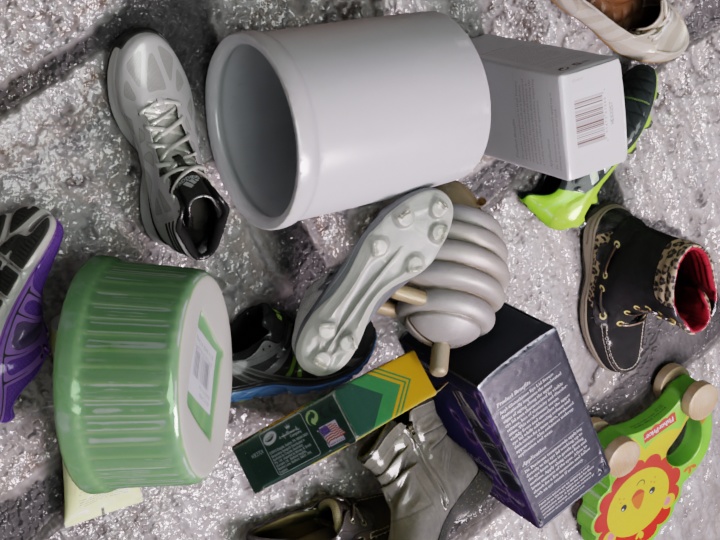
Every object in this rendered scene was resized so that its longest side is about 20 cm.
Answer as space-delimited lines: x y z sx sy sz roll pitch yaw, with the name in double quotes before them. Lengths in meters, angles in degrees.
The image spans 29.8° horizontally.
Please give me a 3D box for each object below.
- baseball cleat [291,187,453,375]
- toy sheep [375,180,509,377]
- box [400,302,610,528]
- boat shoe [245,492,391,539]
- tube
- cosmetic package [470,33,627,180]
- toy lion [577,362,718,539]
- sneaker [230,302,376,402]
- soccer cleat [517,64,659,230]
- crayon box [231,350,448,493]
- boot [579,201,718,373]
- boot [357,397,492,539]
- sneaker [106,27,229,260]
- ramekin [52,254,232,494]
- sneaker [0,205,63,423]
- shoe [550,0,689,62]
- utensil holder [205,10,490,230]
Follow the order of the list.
"baseball cleat" 0.000 0.000 1.221 0.070 0.106 0.200 41 89 -23
"toy sheep" 0.079 0.005 1.306 0.138 0.138 0.201 21 69 -34
"box" 0.149 0.138 1.384 0.104 0.148 0.200 -35 119 -17
"boat shoe" -0.024 0.261 1.360 0.200 0.073 0.065 -18 124 -26
"tube" -0.242 0.134 1.207 0.058 0.052 0.201 1 113 10
"cosmetic package" 0.154 -0.156 1.259 0.074 0.200 0.102 -19 115 -25
"toy lion" 0.335 0.235 1.586 0.200 0.069 0.192 -31 126 -20
"sneaker" -0.071 0.070 1.272 0.199 0.071 0.083 -9 116 -26
"soccer cleat" 0.239 -0.136 1.403 0.081 0.068 0.200 32 88 -22
"crayon box" -0.015 0.135 1.265 0.051 0.127 0.200 62 28 5
"boot" 0.308 0.036 1.445 0.073 0.151 0.201 -15 113 -27
"boot" 0.035 0.226 1.337 0.131 0.068 0.200 51 57 -14
"sneaker" -0.150 -0.103 1.141 0.076 0.115 0.201 -21 115 -24
"ramekin" -0.174 0.087 1.128 0.097 0.200 0.201 0 110 9
"sneaker" -0.294 0.039 1.138 0.083 0.081 0.200 10 109 -47
"shoe" 0.274 -0.261 1.388 0.200 0.053 0.070 18 96 -34
"utensil holder" -0.011 -0.139 1.187 0.200 0.170 0.170 -16 113 -29
